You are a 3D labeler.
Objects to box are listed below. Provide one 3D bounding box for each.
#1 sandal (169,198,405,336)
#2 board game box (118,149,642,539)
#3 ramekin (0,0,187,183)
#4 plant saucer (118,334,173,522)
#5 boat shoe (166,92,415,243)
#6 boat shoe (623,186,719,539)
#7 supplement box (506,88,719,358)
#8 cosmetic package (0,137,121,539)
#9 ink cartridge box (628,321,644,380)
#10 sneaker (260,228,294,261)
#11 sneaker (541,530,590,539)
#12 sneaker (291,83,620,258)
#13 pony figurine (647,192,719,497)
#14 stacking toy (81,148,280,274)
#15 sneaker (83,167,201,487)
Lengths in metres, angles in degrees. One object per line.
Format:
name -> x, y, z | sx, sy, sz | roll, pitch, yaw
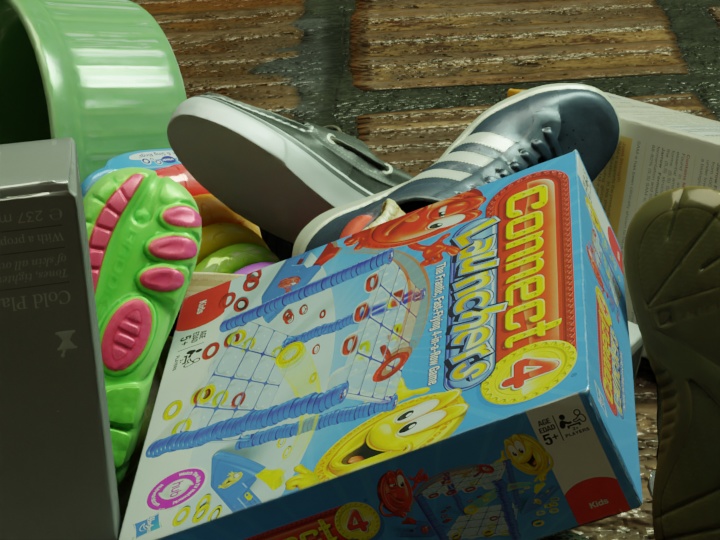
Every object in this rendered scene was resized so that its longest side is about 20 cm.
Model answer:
sandal -> 0.000, -0.002, 1.030 | 0.210, 0.070, 0.078 | 4, -15, -3
board game box -> 0.011, 0.049, 0.888 | 0.195, 0.056, 0.200 | -21, 26, 14
ramekin -> -0.183, -0.078, 1.349 | 0.097, 0.202, 0.200 | -5, 17, -30
plant saucer -> -0.160, 0.076, 1.017 | 0.198, 0.031, 0.201 | -3, 42, 3
boat shoe -> -0.015, -0.047, 1.210 | 0.199, 0.069, 0.057 | 31, 56, -13
boat shoe -> 0.156, 0.067, 0.897 | 0.071, 0.202, 0.066 | -15, -17, 21
supplement box -> 0.162, -0.025, 1.212 | 0.073, 0.127, 0.200 | -1, 15, -35
cosmetic package -> -0.150, 0.057, 0.844 | 0.106, 0.202, 0.090 | -8, 17, -6
ink cartridge box -> 0.031, 0.048, 1.102 | 0.173, 0.044, 0.200 | 23, 27, 20
sneaker -> -0.008, -0.015, 1.325 | 0.199, 0.067, 0.078 | 12, 20, 39
sneaker -> 0.057, 0.115, 0.898 | 0.113, 0.077, 0.200 | 6, 30, 14
sneaker -> 0.064, -0.030, 1.131 | 0.199, 0.075, 0.084 | -33, 21, -13
pony figurine -> 0.235, 0.053, 0.986 | 0.191, 0.168, 0.200 | 8, 5, 10
stacking toy -> -0.074, 0.020, 1.213 | 0.115, 0.111, 0.200 | -6, 31, -38
sneaker -> -0.125, 0.053, 0.958 | 0.076, 0.201, 0.084 | 28, -17, 0
